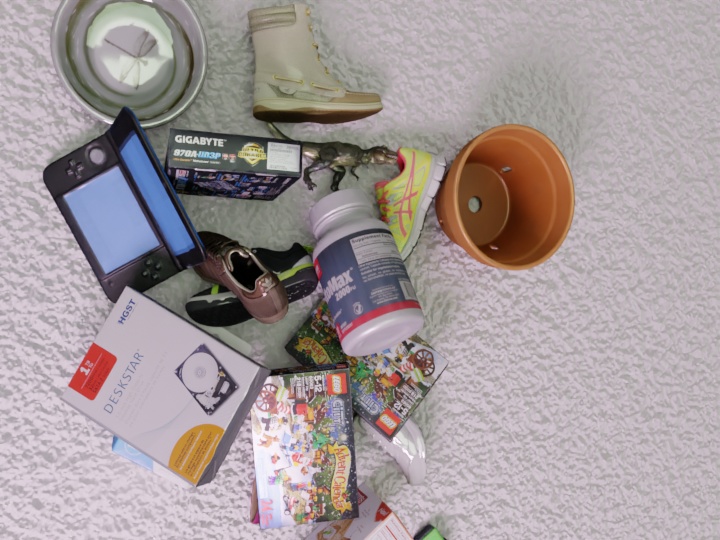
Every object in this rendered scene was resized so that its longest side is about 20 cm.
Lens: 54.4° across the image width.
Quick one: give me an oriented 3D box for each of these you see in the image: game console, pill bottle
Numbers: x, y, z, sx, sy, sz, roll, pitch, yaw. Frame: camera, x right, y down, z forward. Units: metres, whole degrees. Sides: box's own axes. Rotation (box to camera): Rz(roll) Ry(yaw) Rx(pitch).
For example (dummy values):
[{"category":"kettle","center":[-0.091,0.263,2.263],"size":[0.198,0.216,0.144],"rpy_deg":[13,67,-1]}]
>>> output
[{"category":"game console","center":[-0.297,-0.072,0.872],"size":[0.168,0.118,0.204],"rpy_deg":[-27,98,2]},{"category":"pill bottle","center":[0.000,0.000,0.950],"size":[0.117,0.120,0.204],"rpy_deg":[-15,69,-17]}]

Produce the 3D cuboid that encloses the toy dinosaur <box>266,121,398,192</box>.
[{"category":"toy dinosaur","center":[-0.046,-0.154,1.011],"size":[0.194,0.047,0.091],"rpy_deg":[10,74,-12]}]

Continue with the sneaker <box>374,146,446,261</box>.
[{"category":"sneaker","center":[0.053,-0.090,1.039],"size":[0.088,0.078,0.204],"rpy_deg":[24,78,-9]}]

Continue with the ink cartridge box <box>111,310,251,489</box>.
[{"category":"ink cartridge box","center":[-0.234,0.168,0.943],"size":[0.114,0.067,0.204],"rpy_deg":[30,82,-15]}]

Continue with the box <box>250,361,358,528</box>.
[{"category":"box","center":[-0.075,0.231,0.932],"size":[0.132,0.038,0.206],"rpy_deg":[-5,97,-5]}]

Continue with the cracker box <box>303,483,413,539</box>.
[{"category":"cracker box","center":[-0.033,0.403,0.978],"size":[0.199,0.134,0.058],"rpy_deg":[-40,101,-14]}]

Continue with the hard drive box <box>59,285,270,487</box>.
[{"category":"hard drive box","center":[-0.234,0.141,0.858],"size":[0.197,0.077,0.159],"rpy_deg":[28,82,8]}]

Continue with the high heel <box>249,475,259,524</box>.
[{"category":"high heel","center":[-0.135,0.250,0.978],"size":[0.094,0.067,0.205],"rpy_deg":[-21,110,-27]}]

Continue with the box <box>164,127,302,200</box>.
[{"category":"box","center":[-0.168,-0.129,0.891],"size":[0.154,0.199,0.047],"rpy_deg":[2,87,-17]}]

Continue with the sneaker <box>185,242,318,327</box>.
[{"category":"sneaker","center":[-0.152,0.014,0.981],"size":[0.195,0.072,0.084],"rpy_deg":[-16,63,-17]}]

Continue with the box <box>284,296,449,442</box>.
[{"category":"box","center":[0.009,0.122,0.994],"size":[0.199,0.038,0.137],"rpy_deg":[38,78,13]}]

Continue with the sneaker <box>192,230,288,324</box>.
[{"category":"sneaker","center":[-0.163,-0.014,0.905],"size":[0.070,0.198,0.077],"rpy_deg":[-39,144,-26]}]

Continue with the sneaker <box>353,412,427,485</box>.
[{"category":"sneaker","center":[0.033,0.228,1.037],"size":[0.097,0.078,0.205],"rpy_deg":[-21,88,-10]}]

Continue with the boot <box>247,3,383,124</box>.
[{"category":"boot","center":[-0.062,-0.292,0.995],"size":[0.195,0.072,0.160],"rpy_deg":[-4,86,-23]}]

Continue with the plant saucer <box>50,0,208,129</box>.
[{"category":"plant saucer","center":[-0.301,-0.285,0.924],"size":[0.194,0.050,0.207],"rpy_deg":[0,90,-19]}]

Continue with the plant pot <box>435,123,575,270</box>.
[{"category":"plant pot","center":[0.198,-0.104,1.046],"size":[0.194,0.140,0.207],"rpy_deg":[0,91,-19]}]

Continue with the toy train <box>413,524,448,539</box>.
[{"category":"toy train","center":[0.054,0.465,1.058],"size":[0.198,0.042,0.057],"rpy_deg":[-38,92,-14]}]
